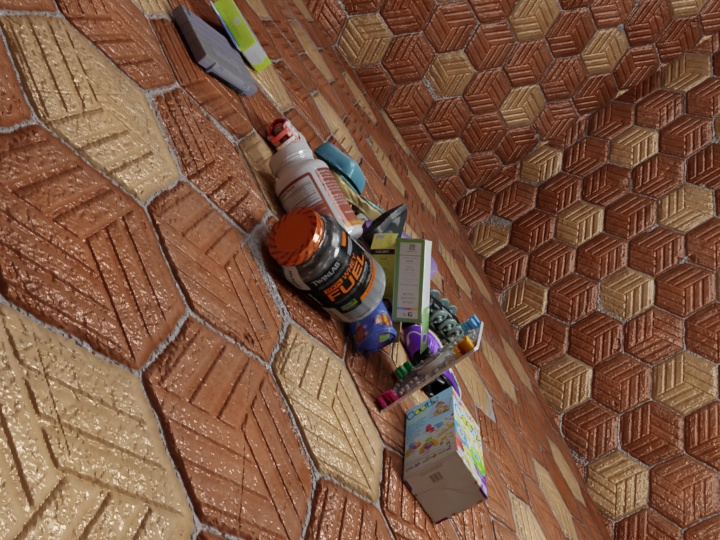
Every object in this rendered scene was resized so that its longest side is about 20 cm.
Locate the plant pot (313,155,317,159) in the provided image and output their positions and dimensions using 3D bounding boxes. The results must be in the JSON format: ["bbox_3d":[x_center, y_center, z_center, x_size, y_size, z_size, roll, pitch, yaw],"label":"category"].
[{"bbox_3d":[-0.080,-0.175,1.498,0.201,0.027,0.201,53,16,-23],"label":"plant pot"}]

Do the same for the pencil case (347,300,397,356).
[{"bbox_3d":[-0.001,0.057,1.207,0.077,0.087,0.202,-1,53,-30],"label":"pencil case"}]

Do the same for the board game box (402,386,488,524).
[{"bbox_3d":[0.143,0.309,1.135,0.104,0.104,0.200,55,16,-13],"label":"board game box"}]

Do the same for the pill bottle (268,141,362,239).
[{"bbox_3d":[-0.087,-0.129,1.222,0.202,0.111,0.112,61,15,8],"label":"pill bottle"}]

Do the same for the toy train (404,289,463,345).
[{"bbox_3d":[0.166,0.118,1.557,0.200,0.113,0.086,38,29,-51],"label":"toy train"}]

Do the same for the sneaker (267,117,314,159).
[{"bbox_3d":[-0.136,-0.231,1.356,0.108,0.067,0.203,42,19,-44],"label":"sneaker"}]

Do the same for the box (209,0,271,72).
[{"bbox_3d":[-0.264,-0.526,1.477,0.123,0.047,0.200,59,3,-1],"label":"box"}]

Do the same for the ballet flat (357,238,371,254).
[{"bbox_3d":[0.000,0.000,1.338,0.072,0.071,0.202,42,22,-45],"label":"ballet flat"}]

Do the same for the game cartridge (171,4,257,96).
[{"bbox_3d":[-0.285,-0.428,1.318,0.131,0.038,0.200,66,16,13],"label":"game cartridge"}]

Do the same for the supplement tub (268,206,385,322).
[{"bbox_3d":[-0.053,-0.009,1.083,0.200,0.122,0.124,42,22,-45],"label":"supplement tub"}]

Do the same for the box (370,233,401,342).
[{"bbox_3d":[0.051,0.035,1.282,0.076,0.049,0.203,-75,162,-62],"label":"box"}]

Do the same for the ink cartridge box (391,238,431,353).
[{"bbox_3d":[0.094,0.043,1.220,0.104,0.058,0.204,-4,96,-78],"label":"ink cartridge box"}]

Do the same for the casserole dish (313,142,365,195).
[{"bbox_3d":[-0.040,-0.230,1.481,0.121,0.039,0.200,38,-1,10],"label":"casserole dish"}]

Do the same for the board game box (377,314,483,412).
[{"bbox_3d":[0.128,0.160,1.185,0.026,0.199,0.200,53,15,1],"label":"board game box"}]

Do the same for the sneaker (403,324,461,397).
[{"bbox_3d":[0.153,0.210,1.425,0.202,0.069,0.099,59,17,2],"label":"sneaker"}]

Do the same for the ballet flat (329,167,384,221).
[{"bbox_3d":[-0.020,-0.151,1.471,0.199,0.063,0.069,37,0,-39],"label":"ballet flat"}]

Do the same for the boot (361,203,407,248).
[{"bbox_3d":[0.090,-0.021,1.382,0.202,0.065,0.165,60,40,-12],"label":"boot"}]

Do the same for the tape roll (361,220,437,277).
[{"bbox_3d":[0.078,-0.035,1.526,0.198,0.066,0.201,31,19,-12],"label":"tape roll"}]
